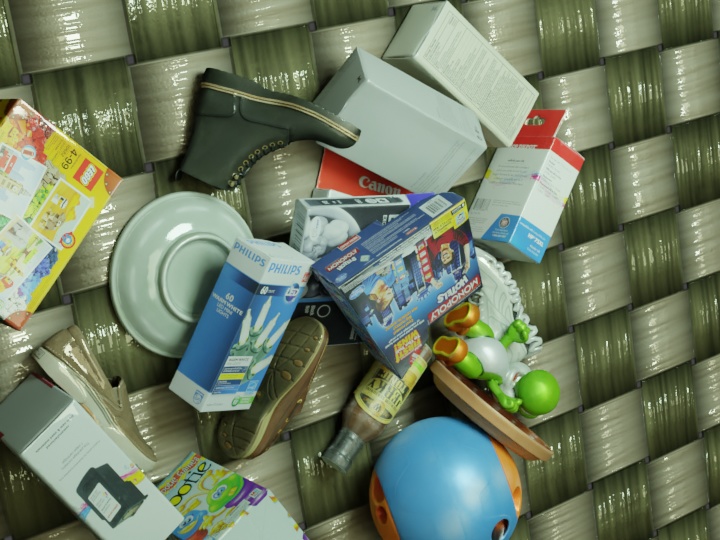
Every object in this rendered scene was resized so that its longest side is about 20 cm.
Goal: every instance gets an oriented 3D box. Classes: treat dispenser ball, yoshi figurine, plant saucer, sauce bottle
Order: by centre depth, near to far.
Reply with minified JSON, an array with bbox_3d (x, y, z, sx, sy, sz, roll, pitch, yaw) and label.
[{"bbox_3d":[-0.199,0.008,1.547,0.199,0.050,0.202,-5,99,-33],"label":"plant saucer"},{"bbox_3d":[0.110,0.293,1.698,0.200,0.200,0.203,-5,99,-33],"label":"treat dispenser ball"},{"bbox_3d":[0.020,0.173,1.706,0.065,0.065,0.201,42,72,-30],"label":"sauce bottle"},{"bbox_3d":[0.170,0.190,1.732,0.200,0.200,0.032,38,92,-31],"label":"plant saucer"},{"bbox_3d":[0.198,0.132,1.748,0.112,0.112,0.200,-43,118,14],"label":"yoshi figurine"}]

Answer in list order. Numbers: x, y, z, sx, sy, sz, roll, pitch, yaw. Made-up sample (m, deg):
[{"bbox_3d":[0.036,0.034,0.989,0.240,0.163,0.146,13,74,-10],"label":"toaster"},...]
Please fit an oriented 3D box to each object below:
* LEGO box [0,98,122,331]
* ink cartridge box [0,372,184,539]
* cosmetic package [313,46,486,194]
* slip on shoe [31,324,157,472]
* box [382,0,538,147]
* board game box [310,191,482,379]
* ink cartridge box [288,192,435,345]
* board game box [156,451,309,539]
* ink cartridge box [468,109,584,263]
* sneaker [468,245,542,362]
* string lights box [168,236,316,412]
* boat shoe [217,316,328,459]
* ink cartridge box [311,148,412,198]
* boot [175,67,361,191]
[{"bbox_3d":[-0.378,-0.061,1.400,0.149,0.077,0.201,39,74,-31],"label":"LEGO box"},{"bbox_3d":[-0.307,0.222,1.442,0.083,0.145,0.200,-46,119,-17],"label":"ink cartridge box"},{"bbox_3d":[0.047,-0.180,1.635,0.199,0.081,0.113,27,122,-29],"label":"cosmetic package"},{"bbox_3d":[-0.291,0.148,1.491,0.061,0.076,0.200,-44,110,-14],"label":"slip on shoe"},{"bbox_3d":[0.134,-0.257,1.720,0.200,0.078,0.095,40,74,-31],"label":"box"},{"bbox_3d":[0.054,0.026,1.612,0.199,0.062,0.201,-34,135,-20],"label":"board game box"},{"bbox_3d":[0.000,0.000,1.633,0.199,0.043,0.200,-5,120,-28],"label":"ink cartridge box"},{"bbox_3d":[-0.162,0.301,1.516,0.103,0.199,0.105,-45,117,-21],"label":"board game box"},{"bbox_3d":[0.227,-0.117,1.777,0.067,0.116,0.201,31,79,-32],"label":"ink cartridge box"},{"bbox_3d":[0.181,0.054,1.799,0.081,0.075,0.201,-36,114,-15],"label":"sneaker"},{"bbox_3d":[-0.139,0.064,1.533,0.103,0.059,0.201,5,113,-60],"label":"string lights box"},{"bbox_3d":[-0.100,0.145,1.607,0.067,0.072,0.201,22,104,-55],"label":"boat shoe"},{"bbox_3d":[0.029,-0.079,1.694,0.199,0.043,0.175,14,89,-34],"label":"ink cartridge box"},{"bbox_3d":[-0.110,-0.142,1.540,0.199,0.077,0.139,19,90,9],"label":"boot"}]
